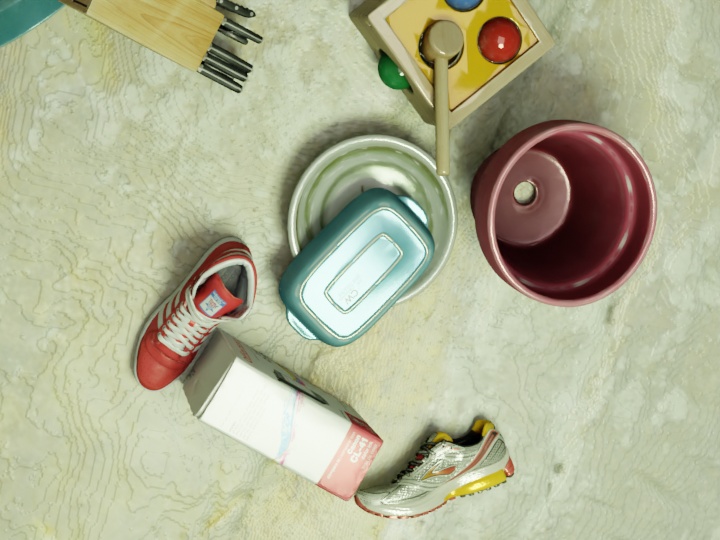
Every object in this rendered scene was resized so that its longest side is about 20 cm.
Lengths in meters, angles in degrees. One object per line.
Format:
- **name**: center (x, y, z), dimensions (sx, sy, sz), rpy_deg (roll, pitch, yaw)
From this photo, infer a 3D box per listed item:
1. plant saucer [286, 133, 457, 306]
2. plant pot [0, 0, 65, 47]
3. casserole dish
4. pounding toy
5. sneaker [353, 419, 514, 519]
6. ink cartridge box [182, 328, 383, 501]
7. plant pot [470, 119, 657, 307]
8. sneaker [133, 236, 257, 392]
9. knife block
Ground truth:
- **plant saucer**: center (0.010, -0.057, 1.706), dimensions (0.199, 0.050, 0.202), rpy_deg (-3, 101, -13)
- **plant pot**: center (-0.390, -0.342, 1.497), dimensions (0.200, 0.200, 0.188), rpy_deg (-35, 91, -5)
- **casserole dish**: center (0.000, 0.000, 1.670), dimensions (0.200, 0.039, 0.121), rpy_deg (-45, 106, -1)
- **pounding toy**: center (0.097, -0.241, 1.645), dimensions (0.200, 0.142, 0.184), rpy_deg (-39, 106, -4)
- **sneaker**: center (0.081, 0.235, 1.770), dimensions (0.199, 0.078, 0.083), rpy_deg (-20, 100, -19)
- **ink cartridge box**: center (-0.089, 0.161, 1.673), dimensions (0.199, 0.148, 0.086), rpy_deg (33, 91, -17)
- **plant pot**: center (0.210, -0.073, 1.683), dimensions (0.199, 0.179, 0.201), rpy_deg (-2, 100, -13)
- **sneaker**: center (-0.183, 0.056, 1.649), dimensions (0.071, 0.112, 0.201), rpy_deg (33, 91, -16)
- **knife block**: center (-0.202, -0.247, 1.575), dimensions (0.199, 0.064, 0.176), rpy_deg (-29, 126, -28)
